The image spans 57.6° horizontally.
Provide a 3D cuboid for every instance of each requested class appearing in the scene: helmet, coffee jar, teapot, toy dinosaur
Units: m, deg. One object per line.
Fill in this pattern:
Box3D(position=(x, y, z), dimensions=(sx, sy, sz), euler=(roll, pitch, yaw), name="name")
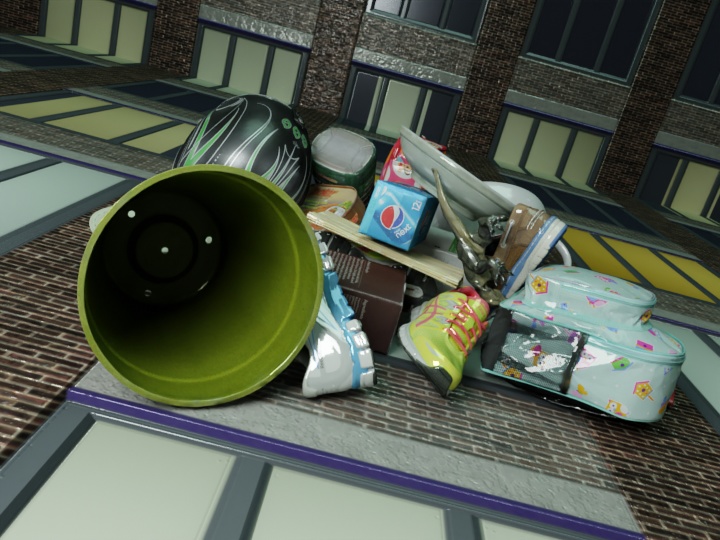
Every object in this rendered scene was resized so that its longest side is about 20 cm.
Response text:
Box3D(position=(-0.167, -0.135, 0.930), dimensions=(0.200, 0.200, 0.191), euler=(15, 54, -1), name="helmet")
Box3D(position=(-0.024, -0.133, 1.072), dimensions=(0.104, 0.200, 0.085), euler=(26, 65, 18), name="coffee jar")
Box3D(position=(0.210, -0.043, 1.068), dimensions=(0.200, 0.146, 0.197), euler=(-10, -27, 41), name="teapot")
Box3D(position=(0.138, -0.027, 0.763), dimensions=(0.047, 0.200, 0.088), euler=(-31, 17, -20), name="toy dinosaur")

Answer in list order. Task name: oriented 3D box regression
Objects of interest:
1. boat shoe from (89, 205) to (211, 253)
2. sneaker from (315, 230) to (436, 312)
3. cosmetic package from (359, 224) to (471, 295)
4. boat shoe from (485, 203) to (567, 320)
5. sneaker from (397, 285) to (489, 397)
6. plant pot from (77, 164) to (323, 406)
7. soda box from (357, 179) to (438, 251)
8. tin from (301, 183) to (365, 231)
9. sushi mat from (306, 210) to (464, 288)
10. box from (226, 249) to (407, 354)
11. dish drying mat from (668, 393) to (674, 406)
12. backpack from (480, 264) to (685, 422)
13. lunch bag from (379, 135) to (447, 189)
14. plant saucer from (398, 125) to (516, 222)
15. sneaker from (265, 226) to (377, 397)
Box3D(position=(-0.235, -0.037, 0.824), dimensions=(0.201, 0.061, 0.072), euler=(3, 57, -27), name="boat shoe")
Box3D(position=(0.000, 0.000, 0.870), dimensions=(0.200, 0.078, 0.090), euler=(22, 12, -3), name="sneaker")
Box3D(position=(0.083, -0.018, 0.979), dimensions=(0.200, 0.085, 0.108), euler=(19, 23, 9), name="cosmetic package")
Box3D(position=(0.187, -0.012, 0.833), dimensions=(0.072, 0.200, 0.072), euler=(41, 51, 14), name="boat shoe")
Box3D(position=(0.099, 0.062, 0.715), dimensions=(0.078, 0.090, 0.200), euler=(53, 16, -11), name="sneaker")
Box3D(position=(-0.164, -0.005, 0.611), dimensions=(0.200, 0.201, 0.193), euler=(5, 10, -29), name="plant pot")
Box3D(position=(0.056, -0.074, 0.837), dimensions=(0.064, 0.068, 0.200), euler=(21, 10, 8), name="soda box")
Box3D(position=(-0.070, -0.080, 0.974), dimensions=(0.200, 0.112, 0.042), euler=(16, -30, 55), name="tin")
Box3D(position=(0.035, -0.029, 0.801), dimensions=(0.200, 0.012, 0.096), euler=(24, 11, 8), name="sushi mat")
Box3D(position=(-0.050, 0.021, 0.770), dimensions=(0.200, 0.075, 0.100), euler=(15, 23, 1), name="box")
Box3D(position=(0.310, 0.121, 0.863), dimensions=(0.200, 0.018, 0.077), euler=(24, 21, 21), name="dish drying mat")
Box3D(position=(0.259, 0.080, 0.737), dimensions=(0.200, 0.154, 0.176), euler=(27, 14, 22), name="backpack")
Box3D(position=(0.085, -0.124, 1.103), dimensions=(0.082, 0.200, 0.176), euler=(22, 16, 15), name="lunch bag")
Box3D(position=(0.122, -0.114, 0.858), dimensions=(0.200, 0.050, 0.200), euler=(33, 13, -8), name="plant saucer")
Box3D(position=(-0.058, 0.035, 0.648), dimensions=(0.087, 0.075, 0.200), euler=(-18, 56, -13), name="sneaker")
